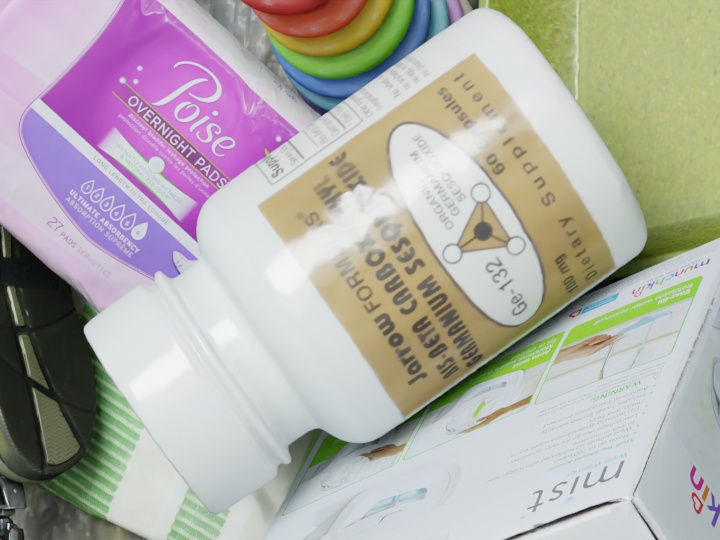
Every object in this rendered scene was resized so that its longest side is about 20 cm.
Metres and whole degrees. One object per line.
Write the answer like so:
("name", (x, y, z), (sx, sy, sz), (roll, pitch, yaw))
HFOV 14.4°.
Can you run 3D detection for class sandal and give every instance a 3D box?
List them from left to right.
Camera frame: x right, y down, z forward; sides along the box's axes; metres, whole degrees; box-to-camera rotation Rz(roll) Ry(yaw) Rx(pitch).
("sandal", (-0.160, -0.004, 1.220), (0.057, 0.080, 0.202), (-25, 62, 41))

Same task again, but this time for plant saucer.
("plant saucer", (0.129, -0.094, 1.150), (0.200, 0.048, 0.201), (-12, 73, 49))

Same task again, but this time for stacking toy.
("stacking toy", (-0.013, -0.111, 1.151), (0.085, 0.200, 0.086), (-3, 78, 16))

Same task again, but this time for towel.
("towel", (-0.058, 0.048, 1.227), (0.199, 0.023, 0.153), (22, 86, 18))

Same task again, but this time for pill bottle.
("pill bottle", (0.000, 0.000, 1.090), (0.200, 0.114, 0.115), (-35, 71, -2))

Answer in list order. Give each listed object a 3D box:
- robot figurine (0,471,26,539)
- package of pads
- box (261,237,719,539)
("robot figurine", (-0.211, 0.085, 1.238), (0.145, 0.058, 0.201), (-28, 72, 20))
("package of pads", (-0.093, -0.053, 1.163), (0.200, 0.076, 0.121), (42, 94, -12))
("box", (0.062, 0.097, 1.061), (0.199, 0.177, 0.097), (-25, 111, 31))
